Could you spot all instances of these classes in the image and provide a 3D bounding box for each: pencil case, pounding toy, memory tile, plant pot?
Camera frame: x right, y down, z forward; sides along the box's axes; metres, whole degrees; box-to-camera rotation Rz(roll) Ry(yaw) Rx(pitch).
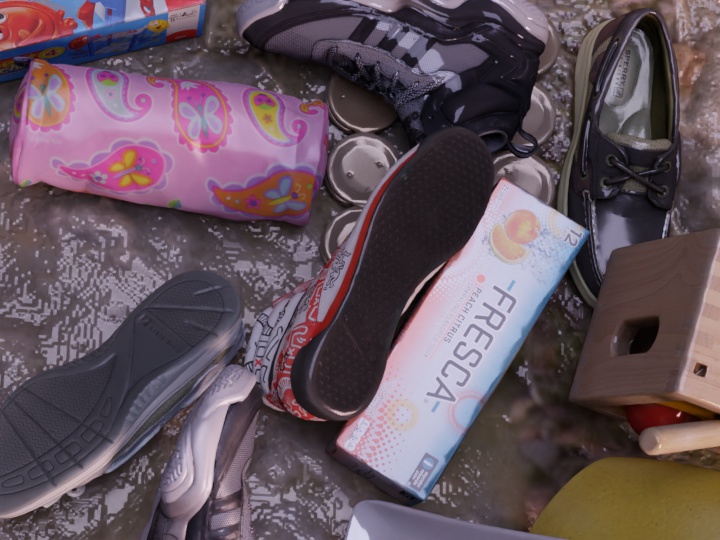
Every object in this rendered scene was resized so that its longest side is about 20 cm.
[{"bbox_3d":[-0.120,-0.080,1.509,0.200,0.087,0.087,7,74,-5],"label":"pencil case"},{"bbox_3d":[0.224,0.066,1.430,0.184,0.200,0.142,19,80,-16],"label":"pounding toy"},{"bbox_3d":[0.052,-0.081,1.565,0.153,0.017,0.200,5,74,-6],"label":"memory tile"},{"bbox_3d":[0.174,0.191,1.430,0.142,0.200,0.200,36,72,28],"label":"plant pot"}]

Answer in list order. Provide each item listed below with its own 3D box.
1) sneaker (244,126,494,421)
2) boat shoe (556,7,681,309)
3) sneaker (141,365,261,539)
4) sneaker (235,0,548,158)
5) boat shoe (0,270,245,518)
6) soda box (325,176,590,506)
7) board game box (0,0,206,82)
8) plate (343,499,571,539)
[{"bbox_3d":[-0.001,0.000,1.481,0.067,0.108,0.201,35,73,-23],"label":"sneaker"},{"bbox_3d":[0.169,-0.073,1.550,0.072,0.066,0.201,7,74,-11],"label":"boat shoe"},{"bbox_3d":[-0.071,0.164,1.438,0.114,0.075,0.200,20,86,-5],"label":"sneaker"},{"bbox_3d":[0.021,-0.119,1.523,0.200,0.075,0.114,4,72,-9],"label":"sneaker"},{"bbox_3d":[-0.151,0.083,1.468,0.202,0.065,0.074,-42,62,-16],"label":"boat shoe"},{"bbox_3d":[0.060,0.044,1.495,0.068,0.064,0.200,33,80,-1],"label":"soda box"},{"bbox_3d":[-0.220,-0.227,1.549,0.196,0.056,0.200,-15,77,-12],"label":"board game box"},{"bbox_3d":[0.050,0.243,1.396,0.032,0.200,0.200,21,79,-43],"label":"plate"}]
